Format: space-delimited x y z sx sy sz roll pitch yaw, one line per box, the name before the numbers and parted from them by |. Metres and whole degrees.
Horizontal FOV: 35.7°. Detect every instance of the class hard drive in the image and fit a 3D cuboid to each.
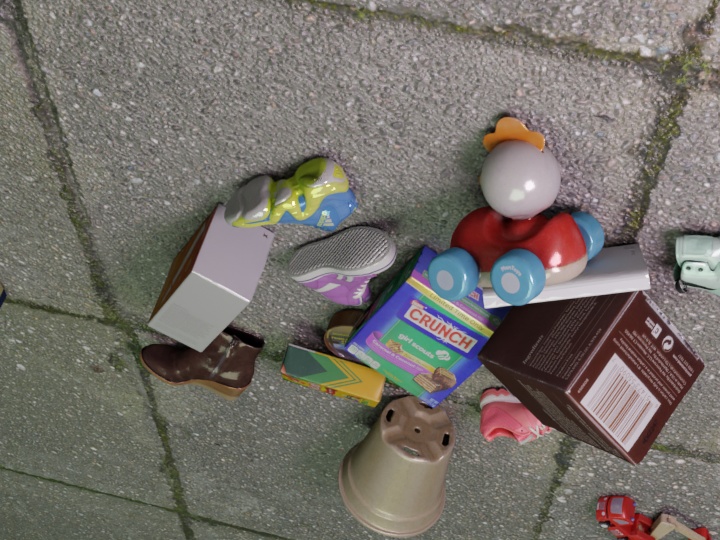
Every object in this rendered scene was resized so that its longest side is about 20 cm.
hard drive | 0.254 0.006 1.396 0.197 0.132 0.027 -8 105 11

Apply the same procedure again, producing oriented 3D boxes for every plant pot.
plant pot | 0.077 0.320 1.914 0.198 0.202 0.185 18 135 -2

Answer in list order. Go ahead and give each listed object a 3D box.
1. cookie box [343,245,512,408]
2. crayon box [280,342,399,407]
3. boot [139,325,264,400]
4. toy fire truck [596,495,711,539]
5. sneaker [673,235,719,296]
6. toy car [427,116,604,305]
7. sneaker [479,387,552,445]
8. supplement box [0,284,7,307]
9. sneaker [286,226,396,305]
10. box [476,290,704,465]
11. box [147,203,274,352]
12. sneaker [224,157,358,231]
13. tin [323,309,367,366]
cookie box | 0.099 0.084 1.606 0.170 0.076 0.200 33 134 -8
crayon box | -0.030 0.176 1.820 0.197 0.051 0.127 16 169 1
boot | -0.270 0.135 1.911 0.198 0.073 0.167 22 134 -5
toy fire truck | 0.533 0.468 2.026 0.140 0.049 0.200 -18 132 40
sneaker | 0.444 -0.026 1.337 0.116 0.075 0.201 11 149 -2
toy car | 0.178 -0.085 1.338 0.175 0.183 0.203 3 110 40
sneaker | 0.281 0.240 1.779 0.198 0.088 0.074 -5 142 29
supplement box | -0.736 0.024 1.875 0.197 0.136 0.201 8 145 12
sneaker | 0.000 -0.001 1.585 0.114 0.073 0.199 37 152 -33
box | 0.295 0.116 1.447 0.166 0.165 0.199 43 168 -27
box | -0.222 0.015 1.645 0.097 0.126 0.200 28 144 -16
sneaker | -0.088 -0.079 1.500 0.198 0.076 0.105 -14 136 37
tin | 0.041 0.110 1.745 0.197 0.042 0.112 7 149 15
